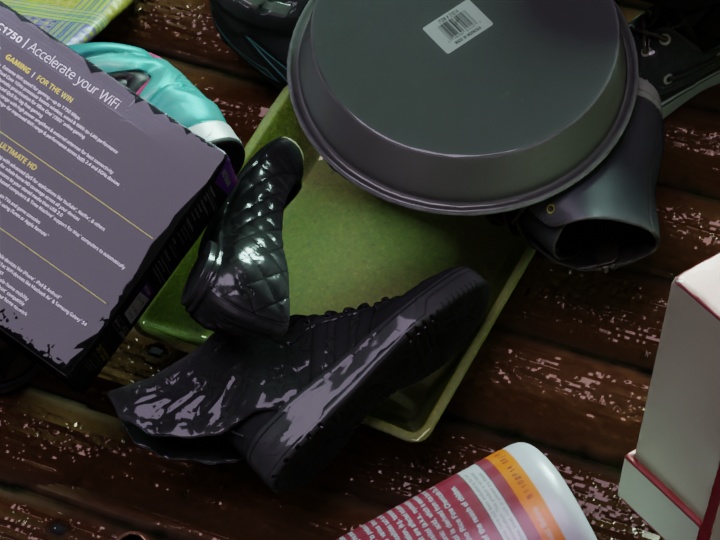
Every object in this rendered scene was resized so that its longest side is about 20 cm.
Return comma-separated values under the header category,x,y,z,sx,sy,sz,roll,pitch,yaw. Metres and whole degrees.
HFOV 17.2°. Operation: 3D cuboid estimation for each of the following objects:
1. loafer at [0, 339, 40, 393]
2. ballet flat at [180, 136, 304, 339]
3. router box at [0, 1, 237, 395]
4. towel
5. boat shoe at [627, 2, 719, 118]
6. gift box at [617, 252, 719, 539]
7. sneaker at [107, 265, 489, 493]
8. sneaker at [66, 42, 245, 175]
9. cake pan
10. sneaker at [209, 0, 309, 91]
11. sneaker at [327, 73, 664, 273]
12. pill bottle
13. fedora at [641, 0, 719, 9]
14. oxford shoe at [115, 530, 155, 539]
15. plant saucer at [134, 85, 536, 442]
category,x,y,z,sx,sy,sz,roll,pitch,yaw
loafer,-0.174,-0.017,1.423,0.072,0.063,0.201,30,70,6
ballet flat,-0.057,-0.016,1.323,0.057,0.067,0.200,30,28,-8
router box,-0.189,-0.051,1.292,0.199,0.051,0.150,34,79,11
towel,-0.235,-0.154,1.521,0.142,0.023,0.200,10,34,16
boat shoe,0.191,-0.139,1.439,0.199,0.057,0.069,-24,54,-5
gift box,0.264,0.085,1.197,0.199,0.188,0.185,-20,49,-26
sneaker,-0.032,0.044,1.302,0.200,0.060,0.104,-42,61,-13
sneaker,-0.178,-0.065,1.368,0.199,0.084,0.121,-29,62,-6
cake pan,0.057,-0.123,1.323,0.198,0.037,0.202,-1,58,1
sneaker,-0.007,-0.136,1.477,0.199,0.079,0.076,31,59,6
sneaker,0.072,-0.055,1.336,0.198,0.075,0.107,-4,52,8
pill bottle,0.026,0.181,1.221,0.199,0.113,0.113,-27,55,-8
fedora,0.176,-0.218,1.382,0.199,0.092,0.202,14,57,-22
oxford shoe,-0.146,0.230,1.254,0.071,0.071,0.201,6,59,15
plant saucer,0.000,0.000,1.392,0.199,0.048,0.200,20,63,23
